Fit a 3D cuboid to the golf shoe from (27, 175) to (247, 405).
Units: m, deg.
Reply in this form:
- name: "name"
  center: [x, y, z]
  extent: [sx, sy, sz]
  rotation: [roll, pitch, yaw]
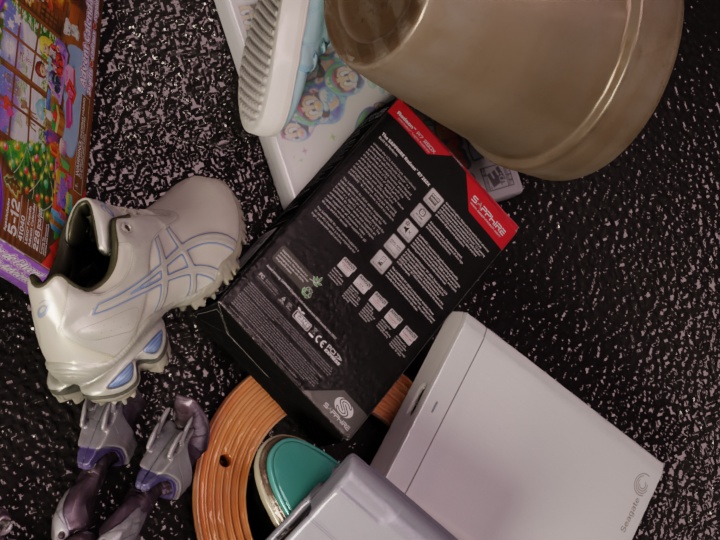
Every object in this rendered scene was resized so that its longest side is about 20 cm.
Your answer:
- name: "golf shoe"
  center: [-0.132, -0.013, 1.066]
  extent: [0.201, 0.078, 0.098]
  rotation: [-62, 140, -48]

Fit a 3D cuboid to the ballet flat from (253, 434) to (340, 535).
- name: "ballet flat"
  center: [0.000, 0.184, 1.109]
  extent: [0.200, 0.069, 0.070]
  rotation: [44, 62, -7]

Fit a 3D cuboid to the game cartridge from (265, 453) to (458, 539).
- name: "game cartridge"
  center: [-0.023, 0.221, 1.063]
  extent: [0.133, 0.041, 0.200]
  rotation: [40, 100, -16]

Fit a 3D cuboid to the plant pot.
- name: "plant pot"
  center: [0.078, -0.171, 1.139]
  extent: [0.172, 0.199, 0.202]
  rotation: [10, 73, -36]

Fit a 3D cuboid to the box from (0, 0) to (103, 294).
- name: "box"
  center: [-0.208, -0.103, 1.055]
  extent: [0.137, 0.039, 0.202]
  rotation: [40, 47, -60]

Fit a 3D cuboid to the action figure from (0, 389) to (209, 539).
- name: "action figure"
  center: [-0.160, 0.156, 1.040]
  extent: [0.129, 0.070, 0.201]
  rotation: [16, 56, 10]

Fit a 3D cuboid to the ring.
- name: "ring"
  center: [-0.018, 0.151, 1.155]
  extent: [0.199, 0.019, 0.203]
  rotation: [7, 75, -27]

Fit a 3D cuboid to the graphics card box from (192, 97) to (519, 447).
- name: "graphics card box"
  center: [0.000, 0.000, 1.160]
  extent: [0.126, 0.051, 0.200]
  rotation: [46, 62, -13]

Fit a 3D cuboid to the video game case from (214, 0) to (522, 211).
- name: "video game case"
  center: [0.006, -0.126, 1.234]
  extent: [0.181, 0.024, 0.202]
  rotation: [-16, 86, -29]

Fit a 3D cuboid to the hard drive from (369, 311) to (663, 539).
- name: "hard drive"
  center: [0.106, 0.137, 1.190]
  extent: [0.199, 0.027, 0.133]
  rotation: [37, 72, -26]

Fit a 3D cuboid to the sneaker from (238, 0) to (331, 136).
- name: "sneaker"
  center: [-0.023, -0.174, 1.177]
  extent: [0.081, 0.074, 0.202]
  rotation: [19, 70, -18]
